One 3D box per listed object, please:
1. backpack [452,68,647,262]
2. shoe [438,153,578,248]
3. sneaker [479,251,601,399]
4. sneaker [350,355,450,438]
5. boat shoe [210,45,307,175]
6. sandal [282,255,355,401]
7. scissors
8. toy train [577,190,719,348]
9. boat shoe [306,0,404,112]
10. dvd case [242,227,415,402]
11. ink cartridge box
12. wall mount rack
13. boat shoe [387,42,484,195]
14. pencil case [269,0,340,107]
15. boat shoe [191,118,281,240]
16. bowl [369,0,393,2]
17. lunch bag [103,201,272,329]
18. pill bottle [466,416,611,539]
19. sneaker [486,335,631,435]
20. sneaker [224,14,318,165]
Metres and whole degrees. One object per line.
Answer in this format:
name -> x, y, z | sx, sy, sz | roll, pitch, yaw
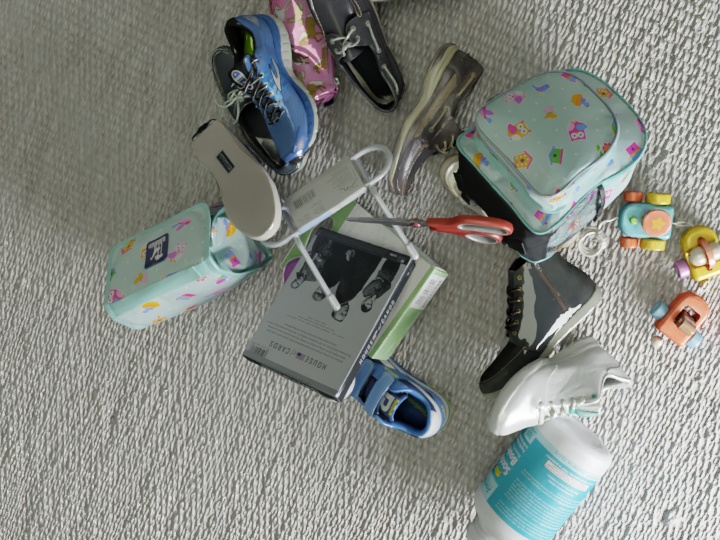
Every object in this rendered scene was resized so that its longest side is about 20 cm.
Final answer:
backpack -> 0.227, -0.140, 0.929 | 0.199, 0.154, 0.176 | -32, 65, -15
shoe -> 0.189, -0.091, 1.010 | 0.198, 0.053, 0.071 | 29, 102, 8
sneaker -> 0.199, 0.061, 1.010 | 0.106, 0.075, 0.200 | 42, 93, -7
sneaker -> 0.028, 0.156, 1.062 | 0.198, 0.082, 0.075 | 27, 103, 10
boat shoe -> -0.145, -0.215, 1.066 | 0.074, 0.062, 0.202 | -29, 89, 18
sandal -> -0.058, 0.069, 1.040 | 0.082, 0.050, 0.205 | -31, 69, 23
scissors -> 0.076, -0.057, 0.922 | 0.196, 0.073, 0.014 | 10, 78, 5
toy train -> 0.370, -0.002, 0.972 | 0.200, 0.056, 0.150 | 43, 100, -2
boat shoe -> -0.004, -0.280, 0.977 | 0.072, 0.063, 0.201 | -24, 126, 19
dvd case -> -0.039, 0.049, 0.999 | 0.149, 0.025, 0.202 | 19, 68, 29
ink cartridge box -> 0.000, 0.000, 1.070 | 0.200, 0.048, 0.146 | 42, 104, 29
wall mount rack -> -0.023, -0.059, 0.998 | 0.199, 0.075, 0.175 | -33, 48, 6
boat shoe -> 0.095, -0.183, 1.011 | 0.072, 0.074, 0.202 | 25, 103, 7
pencil case -> -0.074, -0.314, 1.030 | 0.085, 0.083, 0.204 | -6, 95, -17
boat shoe -> -0.139, -0.108, 1.029 | 0.074, 0.093, 0.201 | -38, 60, 11
bowl -> 0.053, -0.435, 0.990 | 0.196, 0.075, 0.203 | -4, 96, 14
lunch bag -> -0.227, -0.010, 1.034 | 0.168, 0.200, 0.123 | -23, 99, 15
pill bottle -> 0.219, 0.279, 1.018 | 0.110, 0.111, 0.201 | 36, 102, 6
sneaker -> 0.243, 0.151, 0.958 | 0.088, 0.198, 0.076 | 44, 148, 36
sneaker -> -0.118, -0.220, 0.971 | 0.078, 0.088, 0.203 | -33, 74, 41
